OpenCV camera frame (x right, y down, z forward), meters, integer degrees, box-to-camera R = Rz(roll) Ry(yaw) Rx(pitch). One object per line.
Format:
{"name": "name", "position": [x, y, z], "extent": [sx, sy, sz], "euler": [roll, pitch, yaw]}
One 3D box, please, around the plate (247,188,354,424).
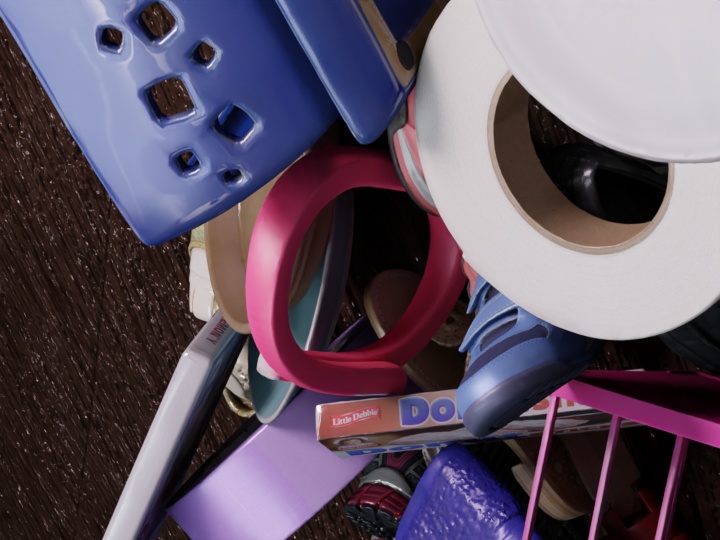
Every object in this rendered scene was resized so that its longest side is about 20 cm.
{"name": "plate", "position": [-0.034, -0.002, 1.632], "extent": [0.025, 0.201, 0.200], "euler": [10, 156, -13]}

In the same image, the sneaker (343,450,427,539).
{"name": "sneaker", "position": [0.049, 0.164, 1.811], "extent": [0.080, 0.075, 0.200], "euler": [18, 165, 16]}

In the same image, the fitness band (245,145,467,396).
{"name": "fitness band", "position": [0.000, 0.000, 1.526], "extent": [0.037, 0.144, 0.200], "euler": [19, -173, 34]}

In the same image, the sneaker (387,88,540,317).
{"name": "sneaker", "position": [0.089, -0.045, 1.507], "extent": [0.086, 0.074, 0.201], "euler": [-17, 112, 33]}

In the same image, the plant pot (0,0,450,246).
{"name": "plant pot", "position": [-0.060, -0.161, 1.378], "extent": [0.179, 0.200, 0.201], "euler": [-17, 114, 30]}

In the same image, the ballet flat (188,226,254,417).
{"name": "ballet flat", "position": [-0.089, 0.029, 1.840], "extent": [0.071, 0.071, 0.201], "euler": [26, 146, 34]}

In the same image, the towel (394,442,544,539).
{"name": "towel", "position": [0.084, 0.219, 1.556], "extent": [0.200, 0.049, 0.148], "euler": [46, 116, 38]}

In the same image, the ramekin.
{"name": "ramekin", "position": [0.153, -0.153, 1.144], "extent": [0.201, 0.094, 0.204], "euler": [10, 110, 29]}

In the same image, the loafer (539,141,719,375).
{"name": "loafer", "position": [0.175, 0.002, 1.381], "extent": [0.200, 0.068, 0.070], "euler": [36, 167, -20]}

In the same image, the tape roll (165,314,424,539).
{"name": "tape roll", "position": [-0.036, 0.113, 1.730], "extent": [0.066, 0.200, 0.200], "euler": [48, 153, -2]}

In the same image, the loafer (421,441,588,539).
{"name": "loafer", "position": [0.083, 0.148, 1.735], "extent": [0.071, 0.073, 0.200], "euler": [22, 150, 45]}

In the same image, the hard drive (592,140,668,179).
{"name": "hard drive", "position": [0.163, -0.117, 1.315], "extent": [0.140, 0.038, 0.200], "euler": [53, 152, -14]}

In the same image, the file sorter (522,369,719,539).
{"name": "file sorter", "position": [0.206, 0.137, 1.431], "extent": [0.199, 0.139, 0.126], "euler": [16, 99, 45]}

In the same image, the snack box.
{"name": "snack box", "position": [0.077, 0.087, 1.571], "extent": [0.199, 0.024, 0.072], "euler": [-7, 166, 10]}

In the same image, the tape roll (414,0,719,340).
{"name": "tape roll", "position": [0.117, -0.064, 1.289], "extent": [0.202, 0.037, 0.204], "euler": [16, 120, 31]}

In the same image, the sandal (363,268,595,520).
{"name": "sandal", "position": [0.098, 0.066, 1.641], "extent": [0.069, 0.078, 0.212], "euler": [-27, 112, 41]}

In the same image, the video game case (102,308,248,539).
{"name": "video game case", "position": [-0.124, 0.118, 1.718], "extent": [0.023, 0.182, 0.201], "euler": [24, 107, 2]}

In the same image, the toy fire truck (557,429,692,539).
{"name": "toy fire truck", "position": [0.146, 0.190, 1.623], "extent": [0.200, 0.176, 0.129], "euler": [56, 157, 14]}

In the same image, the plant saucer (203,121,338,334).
{"name": "plant saucer", "position": [-0.055, -0.061, 1.594], "extent": [0.200, 0.029, 0.201], "euler": [-177, 90, -69]}

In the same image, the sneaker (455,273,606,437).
{"name": "sneaker", "position": [0.089, 0.022, 1.397], "extent": [0.074, 0.200, 0.082], "euler": [-36, 95, 31]}
